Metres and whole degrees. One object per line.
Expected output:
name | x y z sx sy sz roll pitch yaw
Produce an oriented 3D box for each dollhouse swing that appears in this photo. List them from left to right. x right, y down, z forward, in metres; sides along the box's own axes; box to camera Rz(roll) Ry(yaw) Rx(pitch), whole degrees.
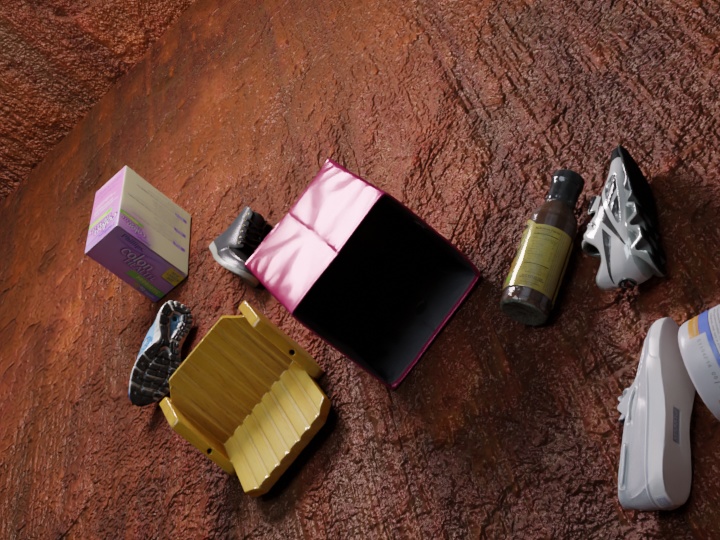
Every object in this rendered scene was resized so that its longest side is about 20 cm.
dollhouse swing | -0.163 0.182 1.522 0.200 0.182 0.176 -49 10 2

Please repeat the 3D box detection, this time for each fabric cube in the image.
fabric cube | 0.000 0.000 1.458 0.200 0.196 0.199 -52 29 0

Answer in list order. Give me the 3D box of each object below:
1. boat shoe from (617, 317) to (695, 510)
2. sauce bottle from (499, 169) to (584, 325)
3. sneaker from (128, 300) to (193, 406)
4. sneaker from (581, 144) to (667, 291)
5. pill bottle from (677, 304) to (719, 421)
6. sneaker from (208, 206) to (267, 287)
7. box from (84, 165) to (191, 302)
boat shoe | 0.283 0.140 1.064 0.068 0.072 0.201 -20 52 40
sauce bottle | 0.226 -0.031 1.320 0.065 0.065 0.201 -9 48 49
sneaker | -0.352 0.155 1.904 0.090 0.078 0.201 -43 22 51
sneaker | 0.290 -0.061 1.253 0.088 0.074 0.201 -27 38 31
pill bottle | 0.394 0.052 0.959 0.200 0.112 0.112 -33 35 29
sneaker | -0.199 -0.048 1.887 0.106 0.075 0.200 -53 29 2
box | -0.428 -0.071 2.121 0.097 0.176 0.201 -37 34 21
